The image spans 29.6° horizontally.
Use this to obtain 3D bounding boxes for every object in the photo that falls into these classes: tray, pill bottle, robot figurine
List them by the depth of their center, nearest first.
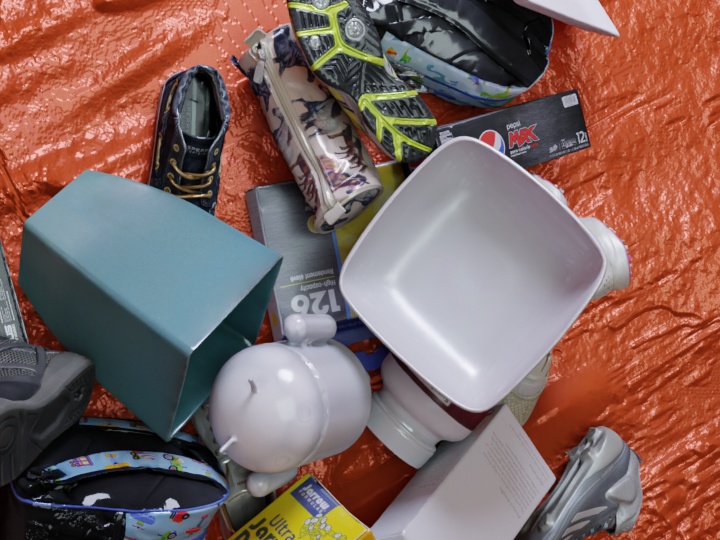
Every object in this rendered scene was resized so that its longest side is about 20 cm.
[{"bbox_3d":[-0.064,0.121,1.243,0.112,0.199,0.172,15,97,25],"label":"robot figurine"},{"bbox_3d":[0.180,-0.280,1.334,0.199,0.022,0.108,3,53,-55],"label":"tray"},{"bbox_3d":[0.093,0.091,1.334,0.113,0.113,0.200,40,95,-13],"label":"pill bottle"}]

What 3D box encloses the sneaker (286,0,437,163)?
[{"bbox_3d":[-0.009,-0.183,1.260,0.075,0.076,0.201,-35,103,-11],"label":"sneaker"}]

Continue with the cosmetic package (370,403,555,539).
[{"bbox_3d":[0.098,0.232,1.329,0.200,0.074,0.102,-43,102,-38],"label":"cosmetic package"}]

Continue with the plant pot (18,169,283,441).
[{"bbox_3d":[-0.199,0.016,1.211,0.199,0.142,0.142,33,50,9],"label":"plant pot"}]

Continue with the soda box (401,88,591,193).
[{"bbox_3d":[0.134,-0.127,1.363,0.198,0.070,0.064,-19,97,-34],"label":"soda box"}]

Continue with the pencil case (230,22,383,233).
[{"bbox_3d":[-0.049,-0.134,1.292,0.089,0.077,0.202,-7,68,-57],"label":"pencil case"}]

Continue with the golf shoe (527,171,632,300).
[{"bbox_3d":[0.176,-0.032,1.343,0.091,0.200,0.076,-31,132,-17],"label":"golf shoe"}]

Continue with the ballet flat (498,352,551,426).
[{"bbox_3d":[0.172,0.065,1.401,0.067,0.062,0.203,10,86,-21],"label":"ballet flat"}]

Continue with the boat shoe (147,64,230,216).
[{"bbox_3d":[-0.162,-0.091,1.276,0.070,0.091,0.203,1,89,-18],"label":"boat shoe"}]

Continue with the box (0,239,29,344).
[{"bbox_3d":[-0.395,-0.001,1.197,0.162,0.086,0.203,-16,94,-19],"label":"box"}]

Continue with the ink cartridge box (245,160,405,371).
[{"bbox_3d":[0.000,0.000,1.354,0.195,0.047,0.203,-12,90,-20],"label":"ink cartridge box"}]

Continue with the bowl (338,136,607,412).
[{"bbox_3d":[0.104,0.003,1.242,0.199,0.075,0.200,42,96,12],"label":"bowl"}]

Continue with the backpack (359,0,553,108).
[{"bbox_3d":[0.095,-0.245,1.348,0.198,0.154,0.165,19,68,-4],"label":"backpack"}]

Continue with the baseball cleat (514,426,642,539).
[{"bbox_3d":[0.227,0.263,1.412,0.106,0.070,0.201,40,78,-13],"label":"baseball cleat"}]

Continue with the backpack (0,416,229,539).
[{"bbox_3d":[-0.223,0.207,1.207,0.198,0.183,0.136,5,106,-24],"label":"backpack"}]

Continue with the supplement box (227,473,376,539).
[{"bbox_3d":[-0.025,0.309,1.266,0.109,0.109,0.201,-37,126,-16],"label":"supplement box"}]

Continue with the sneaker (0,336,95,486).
[{"bbox_3d":[-0.307,0.110,1.104,0.113,0.200,0.077,15,114,13],"label":"sneaker"}]

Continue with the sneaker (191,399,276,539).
[{"bbox_3d":[-0.113,0.169,1.292,0.072,0.085,0.203,-14,92,-16],"label":"sneaker"}]
